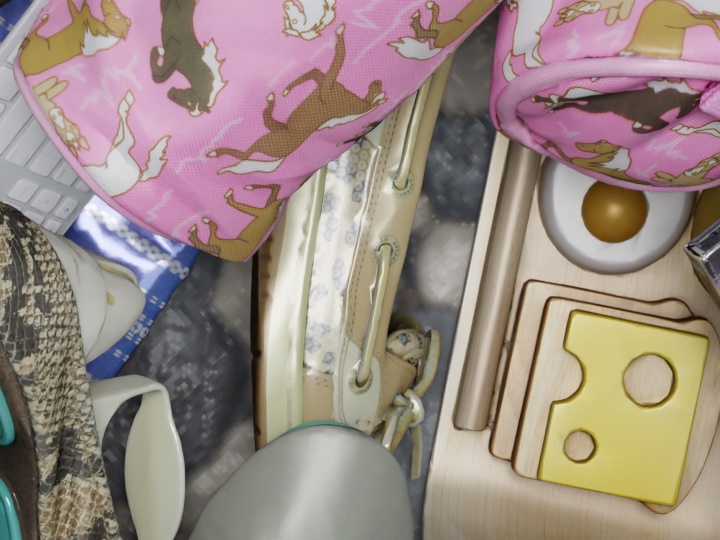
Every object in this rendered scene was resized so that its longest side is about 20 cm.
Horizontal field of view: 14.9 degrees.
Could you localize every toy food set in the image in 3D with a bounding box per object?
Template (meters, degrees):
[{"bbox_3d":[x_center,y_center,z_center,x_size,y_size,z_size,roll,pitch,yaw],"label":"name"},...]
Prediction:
[{"bbox_3d":[0.105,0.005,0.821,0.143,0.060,0.201,11,93,-4],"label":"toy food set"}]

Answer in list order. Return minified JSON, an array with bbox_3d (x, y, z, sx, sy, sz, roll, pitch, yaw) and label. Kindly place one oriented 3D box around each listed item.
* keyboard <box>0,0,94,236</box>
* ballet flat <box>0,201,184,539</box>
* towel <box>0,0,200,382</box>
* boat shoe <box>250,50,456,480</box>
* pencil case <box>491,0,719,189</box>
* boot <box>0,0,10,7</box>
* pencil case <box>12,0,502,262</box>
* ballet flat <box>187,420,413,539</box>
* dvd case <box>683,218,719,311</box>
[{"bbox_3d":[-0.078,-0.055,0.770,0.056,0.011,0.200,19,118,-45],"label":"keyboard"},{"bbox_3d":[-0.090,0.042,0.795,0.075,0.068,0.201,-27,124,-27],"label":"ballet flat"},{"bbox_3d":[-0.120,-0.026,0.827,0.144,0.024,0.201,34,92,-6],"label":"towel"},{"bbox_3d":[0.000,0.000,0.805,0.062,0.073,0.201,1,103,-5],"label":"boat shoe"},{"bbox_3d":[0.090,-0.123,0.758,0.086,0.083,0.201,11,66,-3],"label":"pencil case"},{"bbox_3d":[-0.130,-0.157,0.722,0.096,0.075,0.201,-23,123,4],"label":"boot"},{"bbox_3d":[-0.004,-0.094,0.705,0.083,0.087,0.200,27,114,-37],"label":"pencil case"},{"bbox_3d":[-0.039,0.135,0.788,0.067,0.064,0.201,22,119,-13],"label":"ballet flat"},{"bbox_3d":[0.196,0.022,0.804,0.148,0.016,0.200,-37,119,-6],"label":"dvd case"}]
